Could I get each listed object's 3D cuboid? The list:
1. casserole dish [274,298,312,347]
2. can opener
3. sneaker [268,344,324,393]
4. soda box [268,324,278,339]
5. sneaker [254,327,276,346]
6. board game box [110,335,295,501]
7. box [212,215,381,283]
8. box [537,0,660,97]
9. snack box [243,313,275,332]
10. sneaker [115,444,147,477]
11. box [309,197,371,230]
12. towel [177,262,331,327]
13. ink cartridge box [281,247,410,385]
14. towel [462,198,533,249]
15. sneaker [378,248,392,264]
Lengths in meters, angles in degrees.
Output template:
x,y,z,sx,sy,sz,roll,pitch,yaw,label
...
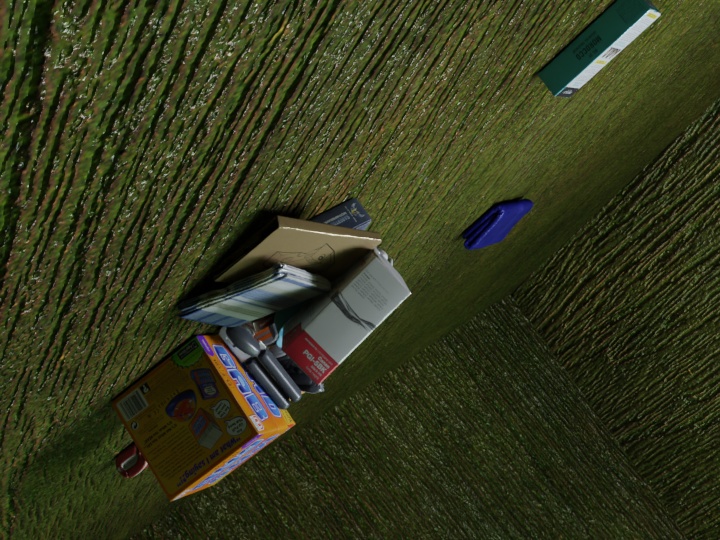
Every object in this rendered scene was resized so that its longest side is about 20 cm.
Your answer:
x,y,z,sx,sy,sz,roll,pitch,yaw,label
-0.069,0.050,1.674,0.199,0.039,0.121,-38,159,-5,casserole dish
-0.176,0.169,1.765,0.053,0.201,0.067,-33,-160,10,can opener
-0.072,0.163,1.858,0.198,0.115,0.075,-24,172,3,sneaker
-0.075,0.056,1.811,0.198,0.064,0.068,-21,173,-11,soda box
-0.119,0.083,1.900,0.198,0.078,0.112,-23,173,0,sneaker
-0.273,0.253,1.776,0.199,0.201,0.200,-37,169,9,board game box
-0.091,-0.020,1.462,0.198,0.021,0.163,8,147,-43,box
0.385,-0.365,1.626,0.200,0.049,0.082,-42,167,26,box
-0.122,0.044,1.727,0.199,0.072,0.025,-29,123,-31,snack box
-0.424,0.365,2.156,0.198,0.079,0.115,-27,180,16,sneaker
-0.083,-0.021,1.619,0.157,0.051,0.200,-29,167,-34,box
-0.157,0.040,1.499,0.198,0.024,0.146,-21,160,25,towel
-0.024,0.062,1.541,0.200,0.083,0.147,-45,-170,5,ink cartridge box
0.337,-0.121,2.491,0.148,0.050,0.199,-50,163,26,towel
0.000,0.000,1.956,0.199,0.074,0.101,5,108,-62,sneaker
